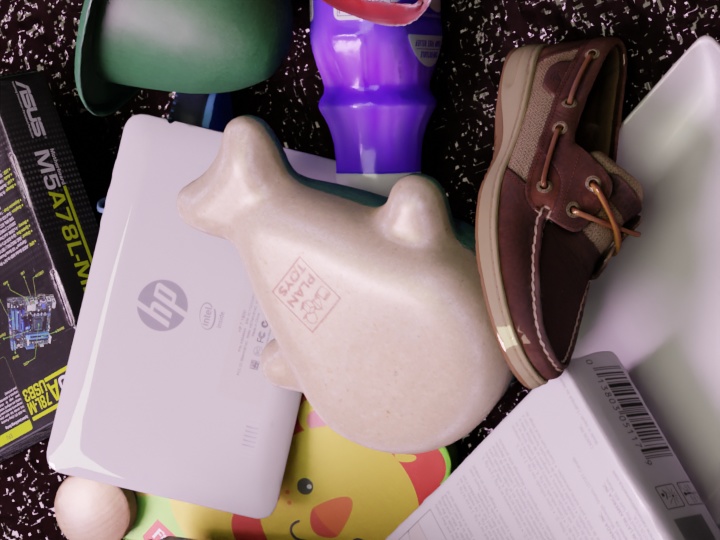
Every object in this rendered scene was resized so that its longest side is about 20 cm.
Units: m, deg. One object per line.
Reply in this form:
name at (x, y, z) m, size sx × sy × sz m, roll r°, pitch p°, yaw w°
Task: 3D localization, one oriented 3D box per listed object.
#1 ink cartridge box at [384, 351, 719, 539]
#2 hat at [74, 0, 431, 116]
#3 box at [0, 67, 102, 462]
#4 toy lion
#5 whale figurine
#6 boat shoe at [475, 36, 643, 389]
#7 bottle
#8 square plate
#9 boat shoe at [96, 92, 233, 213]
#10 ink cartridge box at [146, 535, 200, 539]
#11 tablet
ink cartridge box at (0.098, 0.165, 1.054) m, size 0.200 × 0.057 × 0.163 m, roll -52°, pitch 56°, yaw 40°
hat at (-0.041, -0.124, 1.090) m, size 0.175 × 0.200 × 0.167 m, roll 25°, pitch 115°, yaw 9°
box at (-0.219, 0.007, 1.218) m, size 0.199 × 0.047 × 0.195 m, roll -29°, pitch 82°, yaw 48°
toy lion at (-0.044, 0.128, 1.159) m, size 0.200 × 0.069 × 0.192 m, roll 42°, pitch 106°, yaw 2°
whale figurine at (0.000, 0.000, 1.081) m, size 0.200 × 0.104 × 0.159 m, roll 41°, pitch 124°, yaw 5°
boat shoe at (0.107, -0.036, 1.034) m, size 0.071 × 0.072 × 0.201 m, roll -11°, pitch 50°, yaw 27°
bottle at (0.008, -0.140, 1.108) m, size 0.065 × 0.083 × 0.202 m, roll 1°, pitch 94°, yaw 25°
square plate at (0.172, 0.017, 1.049) m, size 0.198 × 0.028 × 0.201 m, roll -48°, pitch 57°, yaw 23°
boat shoe at (-0.123, -0.015, 1.183) m, size 0.068 × 0.084 × 0.202 m, roll 15°, pitch 99°, yaw 12°
ink cartridge box at (-0.055, 0.200, 1.040) m, size 0.198 × 0.145 × 0.085 m, roll 4°, pitch 98°, yaw 27°
tablet at (-0.088, 0.024, 1.123) m, size 0.129 × 0.014 × 0.202 m, roll 13°, pitch 84°, yaw -3°
